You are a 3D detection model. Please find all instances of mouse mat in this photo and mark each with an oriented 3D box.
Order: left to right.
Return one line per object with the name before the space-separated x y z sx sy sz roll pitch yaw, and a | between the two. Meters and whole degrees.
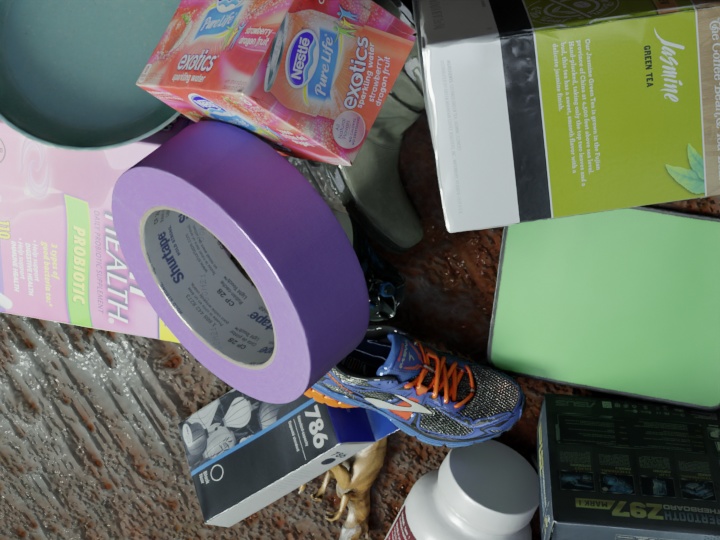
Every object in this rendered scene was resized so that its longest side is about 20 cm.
mouse mat | 0.205 0.023 1.293 0.199 0.008 0.162 10 110 10

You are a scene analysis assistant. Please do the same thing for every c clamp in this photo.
c clamp | 0.180 0.113 1.346 0.199 0.027 0.171 -33 105 25

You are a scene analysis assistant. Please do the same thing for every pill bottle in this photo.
pill bottle | 0.076 0.242 1.380 0.112 0.113 0.201 25 125 0

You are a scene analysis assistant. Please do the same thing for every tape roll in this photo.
tape roll | -0.087 -0.004 1.156 0.200 0.066 0.201 34 145 27

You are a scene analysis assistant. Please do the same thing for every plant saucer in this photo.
plant saucer | -0.200 -0.183 1.232 0.198 0.036 0.202 0 79 2

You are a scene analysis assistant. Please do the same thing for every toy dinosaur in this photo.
toy dinosaur | 0.001 0.156 1.405 0.106 0.061 0.201 9 127 -17

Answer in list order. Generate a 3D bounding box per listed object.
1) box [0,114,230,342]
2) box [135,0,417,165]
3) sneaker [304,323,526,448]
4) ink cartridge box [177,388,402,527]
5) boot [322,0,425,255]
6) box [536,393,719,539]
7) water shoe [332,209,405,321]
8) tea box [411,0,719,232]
box | -0.210 -0.051 1.313 0.199 0.097 0.177 9 120 8
box | -0.062 -0.144 1.115 0.094 0.200 0.103 31 83 -28
sneaker | 0.037 0.087 1.304 0.199 0.076 0.079 13 152 1
ink cartridge box | -0.064 0.131 1.377 0.199 0.039 0.100 -33 61 24
boot | 0.028 -0.116 1.247 0.130 0.068 0.201 -27 109 18
box | 0.240 0.169 1.266 0.198 0.158 0.051 4 123 0
water shoe | 0.000 0.000 1.253 0.078 0.200 0.072 17 87 -1
tea box | 0.140 -0.135 1.110 0.195 0.200 0.134 -8 115 2
